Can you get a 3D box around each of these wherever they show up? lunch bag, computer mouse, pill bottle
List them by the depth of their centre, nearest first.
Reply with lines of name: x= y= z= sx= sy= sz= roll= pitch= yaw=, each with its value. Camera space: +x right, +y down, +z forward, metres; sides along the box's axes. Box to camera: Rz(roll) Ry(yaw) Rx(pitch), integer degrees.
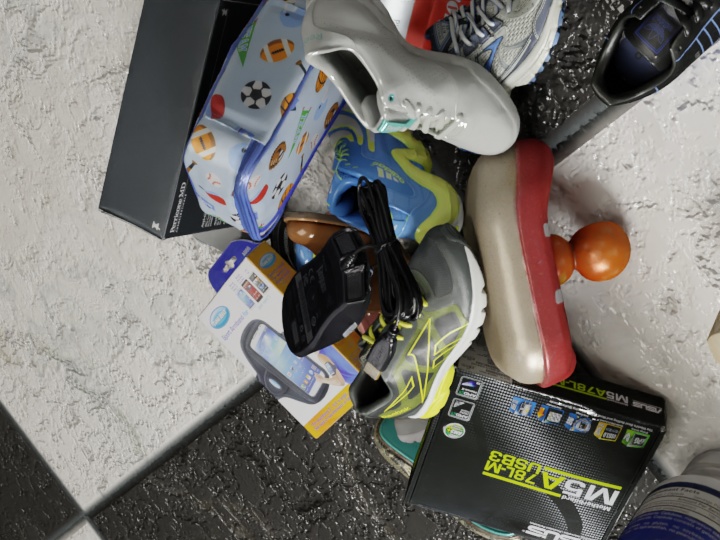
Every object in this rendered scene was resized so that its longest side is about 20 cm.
computer mouse: x=-0.002 y=0.033 z=0.956 sx=0.200 sy=0.045 sz=0.142 roll=-53 pitch=44 yaw=46
lunch bag: x=-0.064 y=-0.132 z=0.962 sx=0.075 sy=0.201 sz=0.161 roll=27 pitch=163 yaw=13
pill bottle: x=0.273 y=0.241 z=0.969 sx=0.119 sy=0.200 sz=0.121 roll=21 pitch=129 yaw=29

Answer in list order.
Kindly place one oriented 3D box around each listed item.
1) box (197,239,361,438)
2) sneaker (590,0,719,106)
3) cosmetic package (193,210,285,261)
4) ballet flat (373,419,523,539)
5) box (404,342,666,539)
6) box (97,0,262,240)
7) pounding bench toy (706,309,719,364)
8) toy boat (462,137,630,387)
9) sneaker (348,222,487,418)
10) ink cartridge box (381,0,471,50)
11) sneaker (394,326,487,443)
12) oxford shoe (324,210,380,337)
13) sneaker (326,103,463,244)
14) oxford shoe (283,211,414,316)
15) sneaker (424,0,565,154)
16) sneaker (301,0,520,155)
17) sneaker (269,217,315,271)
box: x=-0.078 y=0.063 z=1.172 sx=0.200 sy=0.042 sz=0.119 roll=43 pitch=133 yaw=0
sneaker: x=0.234 y=-0.188 z=0.814 sx=0.070 sy=0.078 sz=0.201 roll=44 pitch=137 yaw=9
cosmetic package: x=-0.130 y=-0.123 z=1.168 sx=0.106 sy=0.090 sz=0.202 roll=29 pitch=135 yaw=21
ballet flat: x=0.096 y=0.220 z=1.220 sx=0.199 sy=0.068 sz=0.076 roll=34 pitch=156 yaw=27
box: x=0.156 y=0.168 z=1.083 sx=0.197 sy=0.048 sz=0.195 roll=16 pitch=128 yaw=0
box: x=-0.135 y=-0.139 z=1.004 sx=0.078 sy=0.141 sz=0.202 roll=22 pitch=106 yaw=20
pounding bench toy: x=0.353 y=0.119 z=0.877 sx=0.198 sy=0.124 sz=0.158 roll=18 pitch=128 yaw=31
toy boat: x=0.160 y=-0.011 z=0.974 sx=0.131 sy=0.129 sz=0.203 roll=-149 pitch=47 yaw=-86
sneaker: x=0.044 y=0.054 z=0.973 sx=0.075 sy=0.084 sz=0.202 roll=48 pitch=138 yaw=42
ink cartridge box: x=0.029 y=-0.247 z=0.975 sx=0.199 sy=0.047 sz=0.161 roll=34 pitch=135 yaw=21
sneaker: x=0.096 y=0.097 z=1.134 sx=0.200 sy=0.074 sz=0.082 roll=-42 pitch=80 yaw=36
oxford shoe: x=-0.010 y=0.028 z=1.173 sx=0.074 sy=0.070 sz=0.202 roll=2 pitch=118 yaw=43
sneaker: x=0.004 y=-0.094 z=1.019 sx=0.200 sy=0.104 sz=0.076 roll=47 pitch=124 yaw=39
oxford shoe: x=0.000 y=0.000 z=1.058 sx=0.071 sy=0.072 sz=0.199 roll=5 pitch=163 yaw=41
sneaker: x=0.096 y=-0.176 z=0.919 sx=0.084 sy=0.078 sz=0.201 roll=17 pitch=133 yaw=-12
sneaker: x=0.035 y=-0.129 z=0.881 sx=0.199 sy=0.089 sz=0.075 roll=30 pitch=137 yaw=-22
sneaker: x=-0.070 y=0.032 z=1.234 sx=0.082 sy=0.070 sz=0.202 roll=27 pitch=127 yaw=33
